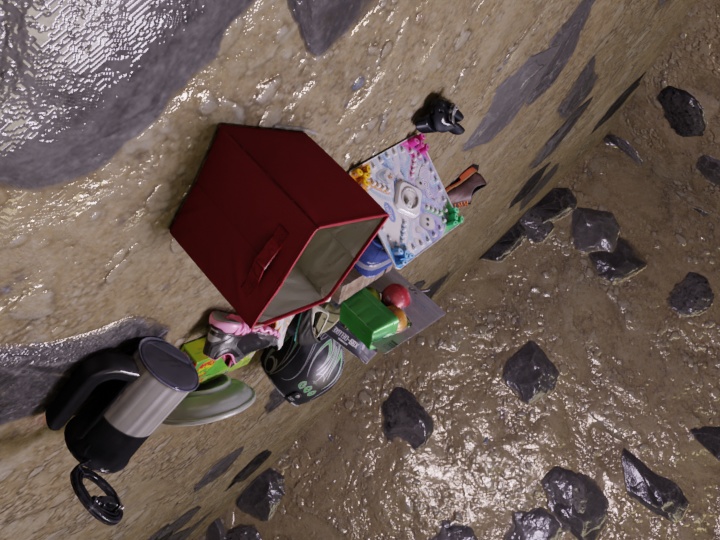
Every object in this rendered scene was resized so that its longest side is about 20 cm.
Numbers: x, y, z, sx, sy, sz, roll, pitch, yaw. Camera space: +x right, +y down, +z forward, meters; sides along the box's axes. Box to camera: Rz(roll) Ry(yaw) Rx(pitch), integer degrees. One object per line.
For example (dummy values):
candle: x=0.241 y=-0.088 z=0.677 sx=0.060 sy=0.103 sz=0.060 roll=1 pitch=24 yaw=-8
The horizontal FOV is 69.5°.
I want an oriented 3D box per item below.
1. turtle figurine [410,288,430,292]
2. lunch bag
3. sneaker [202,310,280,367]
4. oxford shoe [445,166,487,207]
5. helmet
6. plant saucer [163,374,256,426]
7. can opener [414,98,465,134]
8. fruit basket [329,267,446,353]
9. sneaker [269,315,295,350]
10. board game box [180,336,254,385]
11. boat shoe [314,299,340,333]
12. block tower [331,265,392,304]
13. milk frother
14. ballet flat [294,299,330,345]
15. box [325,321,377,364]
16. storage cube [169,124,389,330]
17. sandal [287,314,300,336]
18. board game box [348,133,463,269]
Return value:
turtle figurine: x=0.033 y=-0.004 z=1.260 sx=0.193 sy=0.199 sz=0.146 roll=-28 pitch=124 yaw=-35
lunch bag: x=0.047 y=-0.091 z=1.069 sx=0.199 sy=0.136 sz=0.133 roll=-32 pitch=163 yaw=-32
sneaker: x=-0.230 y=0.138 z=0.998 sx=0.199 sy=0.078 sz=0.097 roll=24 pitch=84 yaw=-62
oxford shoe: x=0.277 y=-0.207 z=1.487 sx=0.200 sy=0.073 sz=0.071 roll=-44 pitch=165 yaw=-2
helmet: x=-0.131 y=0.214 z=1.285 sx=0.190 sy=0.200 sz=0.200 roll=-42 pitch=164 yaw=-3
plant saucer: x=-0.313 y=0.251 z=1.053 sx=0.197 sy=0.051 sz=0.200 roll=-6 pitch=-173 yaw=1
can opener: x=0.172 y=-0.303 z=1.028 sx=0.199 sy=0.078 sz=0.064 roll=-24 pitch=116 yaw=-60
fruit basket: x=0.059 y=0.084 z=1.140 sx=0.199 sy=0.185 sz=0.095 roll=-24 pitch=142 yaw=-39
sneaker: x=-0.171 y=0.103 z=1.133 sx=0.092 sy=0.076 sz=0.201 roll=-41 pitch=166 yaw=-30
board game box: x=-0.286 y=0.171 z=1.047 sx=0.102 sy=0.048 sz=0.199 roll=-53 pitch=163 yaw=26
boat shoe: x=-0.062 y=0.044 z=1.181 sx=0.074 sy=0.068 sz=0.202 roll=19 pitch=101 yaw=-54
block tower: x=0.000 y=0.000 z=1.098 sx=0.199 sy=0.058 sz=0.054 roll=-30 pitch=151 yaw=-40
milk frother: x=-0.346 y=0.238 z=0.789 sx=0.188 sy=0.200 sz=0.180 roll=-46 pitch=160 yaw=7
ballet flat: x=-0.097 y=0.069 z=1.110 sx=0.068 sy=0.067 sz=0.203 roll=-78 pitch=177 yaw=-66
box: x=-0.009 y=0.117 z=1.308 sx=0.050 sy=0.157 sz=0.201 roll=-50 pitch=-174 yaw=32
storage cube: x=-0.104 y=-0.061 z=0.682 sx=0.172 sy=0.180 sz=0.199 roll=-53 pitch=163 yaw=28
sandal: x=-0.108 y=0.091 z=1.246 sx=0.201 sy=0.043 sz=0.076 roll=-53 pitch=176 yaw=-44
board game box: x=0.095 y=-0.137 z=0.988 sx=0.199 sy=0.202 sz=0.026 roll=-35 pitch=-168 yaw=-32
